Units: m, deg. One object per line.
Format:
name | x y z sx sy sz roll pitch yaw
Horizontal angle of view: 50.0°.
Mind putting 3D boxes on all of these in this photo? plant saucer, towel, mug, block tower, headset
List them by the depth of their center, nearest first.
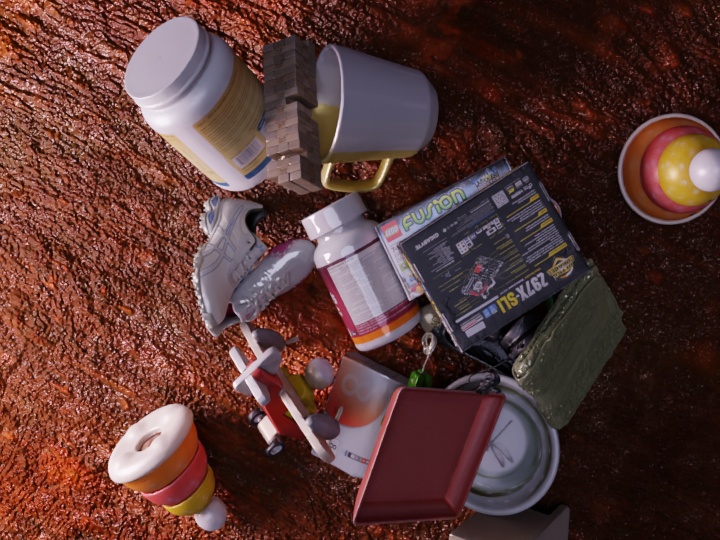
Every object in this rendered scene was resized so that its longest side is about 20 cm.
block tower | -0.089 -0.205 1.006 0.053 0.058 0.205 -11 74 26
towel | 0.285 0.100 1.041 0.201 0.036 0.149 -54 127 -17
mug | 0.014 -0.209 1.046 0.150 0.186 0.153 1 73 -21
plant saucer | 0.089 0.245 1.051 0.197 0.037 0.204 10 105 -36
headset | 0.200 0.075 1.053 0.121 0.094 0.203 25 69 4
plant saucer | 0.192 0.246 1.119 0.196 0.050 0.206 2 94 24

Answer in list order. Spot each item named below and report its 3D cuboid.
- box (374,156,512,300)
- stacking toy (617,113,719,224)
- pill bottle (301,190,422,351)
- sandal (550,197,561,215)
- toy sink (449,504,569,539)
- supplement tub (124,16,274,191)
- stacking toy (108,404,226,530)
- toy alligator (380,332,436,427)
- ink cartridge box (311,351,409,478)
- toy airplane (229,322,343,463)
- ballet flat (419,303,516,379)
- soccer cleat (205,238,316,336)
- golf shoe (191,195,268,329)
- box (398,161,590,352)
box | 0.128 -0.055 1.032 0.197 0.035 0.112 -28 91 1
stacking toy | 0.413 -0.124 0.970 0.142 0.200 0.150 1 100 7
pill bottle | 0.000 0.000 1.087 0.108 0.110 0.203 -26 96 10
sandal | 0.184 -0.046 1.083 0.202 0.059 0.081 -13 97 8
toy sink | 0.212 0.417 1.115 0.110 0.198 0.134 9 103 35
supplement tub | -0.196 -0.215 1.016 0.142 0.200 0.148 -15 56 24
stacking toy | -0.272 0.321 1.174 0.144 0.147 0.202 -26 113 10
toy alligator | 0.081 0.183 1.081 0.053 0.059 0.204 12 103 -40
ink cartridge box | 0.039 0.235 1.130 0.197 0.050 0.166 24 102 20
toy airplane | -0.102 0.162 1.089 0.139 0.199 0.203 -29 98 -13
ballet flat | 0.174 0.101 1.108 0.197 0.057 0.068 26 100 2
soccer cleat | -0.143 0.031 1.117 0.198 0.087 0.070 -31 121 14
golf shoe | -0.179 -0.018 1.082 0.095 0.079 0.204 -2 63 7
box | 0.169 -0.018 0.991 0.198 0.049 0.162 -32 93 1
